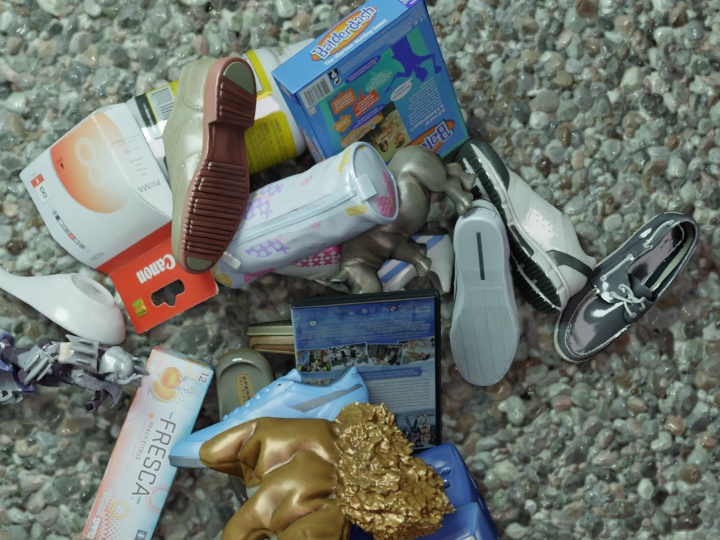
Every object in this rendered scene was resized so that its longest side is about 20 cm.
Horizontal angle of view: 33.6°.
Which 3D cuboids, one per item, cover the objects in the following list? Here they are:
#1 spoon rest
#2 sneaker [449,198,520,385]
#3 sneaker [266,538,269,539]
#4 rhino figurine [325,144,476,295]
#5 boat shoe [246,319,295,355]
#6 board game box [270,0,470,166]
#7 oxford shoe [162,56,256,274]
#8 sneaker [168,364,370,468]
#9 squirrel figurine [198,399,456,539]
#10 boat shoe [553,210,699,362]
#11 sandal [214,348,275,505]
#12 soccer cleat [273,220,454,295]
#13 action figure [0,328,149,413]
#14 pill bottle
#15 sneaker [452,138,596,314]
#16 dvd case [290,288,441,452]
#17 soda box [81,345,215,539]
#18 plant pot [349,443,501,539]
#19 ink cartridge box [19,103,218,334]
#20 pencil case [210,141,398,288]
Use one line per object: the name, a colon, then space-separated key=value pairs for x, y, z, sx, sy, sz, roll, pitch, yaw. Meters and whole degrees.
spoon rest: x=-0.314 y=0.012 z=1.181 sx=0.200 sy=0.099 sz=0.061 roll=41 pitch=102 yaw=11
sneaker: x=0.130 y=0.021 z=1.221 sx=0.073 sy=0.071 sz=0.200 roll=4 pitch=117 yaw=11
sneaker: x=-0.154 y=0.349 z=1.166 sx=0.199 sy=0.130 sz=0.080 roll=-36 pitch=94 yaw=-5
rhino figurine: x=0.030 y=-0.032 z=1.160 sx=0.087 sy=0.060 sz=0.200 roll=33 pitch=88 yaw=-14
boat shoe: x=-0.017 y=0.086 z=1.211 sx=0.200 sy=0.072 sz=0.068 roll=2 pitch=96 yaw=0
board game box: x=0.016 y=-0.158 z=1.150 sx=0.152 sy=0.200 sz=0.045 roll=-37 pitch=52 yaw=-9
oxford shoe: x=-0.147 y=-0.097 z=1.097 sx=0.075 sy=0.070 sz=0.200 roll=9 pitch=86 yaw=37
sneaker: x=-0.090 y=0.140 z=1.146 sx=0.200 sy=0.066 sz=0.079 roll=-13 pitch=89 yaw=-4
squirrel figurine: x=-0.025 y=0.210 z=1.038 sx=0.200 sy=0.187 sz=0.142 roll=-27 pitch=116 yaw=1
boat shoe: x=0.279 y=0.015 z=1.247 sx=0.073 sy=0.063 sz=0.200 roll=43 pitch=86 yaw=-4
sandal: x=-0.099 y=0.177 z=1.199 sx=0.082 sy=0.055 sz=0.200 roll=-10 pitch=106 yaw=-1
soccer cleat: x=0.000 y=0.000 z=1.215 sx=0.200 sy=0.070 sz=0.086 roll=-6 pitch=90 yaw=-6
action figure: x=-0.291 y=0.096 z=1.139 sx=0.200 sy=0.130 sz=0.069 roll=0 pitch=62 yaw=29
pill bottle: x=-0.121 y=-0.151 z=1.183 sx=0.200 sy=0.114 sz=0.114 roll=-22 pitch=92 yaw=-6
sneaker: x=0.169 y=-0.054 z=1.242 sx=0.080 sy=0.074 sz=0.200 roll=-34 pitch=92 yaw=-28
dvd case: x=0.009 y=0.106 z=1.180 sx=0.142 sy=0.018 sz=0.200 roll=-5 pitch=124 yaw=-2
soda box: x=-0.211 y=0.179 z=1.195 sx=0.068 sy=0.064 sz=0.200 roll=21 pitch=88 yaw=-6
plant pot: x=0.057 y=0.313 z=1.152 sx=0.200 sy=0.180 sz=0.200 roll=-25 pitch=100 yaw=-4
ink cartridge box: x=-0.238 y=-0.039 z=1.152 sx=0.050 sy=0.162 sz=0.200 roll=-25 pitch=90 yaw=-44
pencil case: x=-0.062 y=-0.051 z=1.125 sx=0.200 sy=0.091 sz=0.083 roll=-21 pitch=79 yaw=25
